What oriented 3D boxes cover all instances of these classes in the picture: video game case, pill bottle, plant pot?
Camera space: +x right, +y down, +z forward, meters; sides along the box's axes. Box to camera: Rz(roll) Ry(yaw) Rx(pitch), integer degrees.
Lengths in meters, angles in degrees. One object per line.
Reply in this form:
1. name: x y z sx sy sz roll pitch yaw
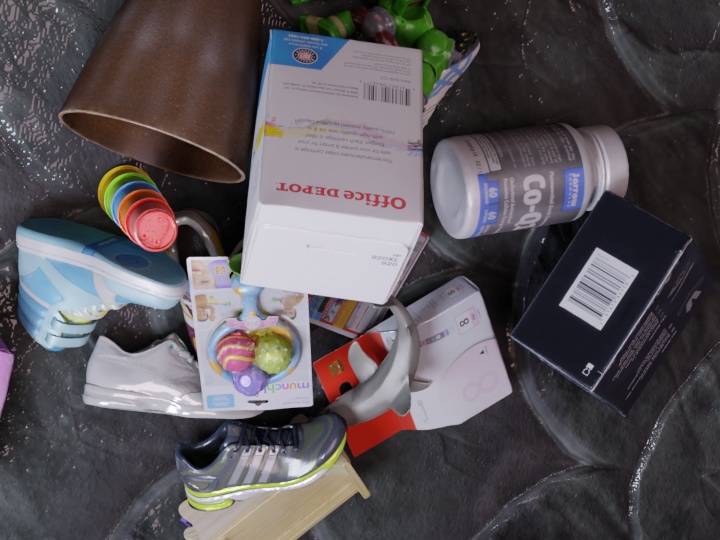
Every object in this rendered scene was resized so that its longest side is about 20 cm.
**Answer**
1. video game case: 0.000 0.000 1.344 0.143 0.017 0.200 -60 155 2
2. pill bottle: 0.189 -0.104 1.402 0.200 0.114 0.114 -10 106 -17
3. plant pot: -0.174 -0.212 1.226 0.187 0.187 0.200 20 81 -23

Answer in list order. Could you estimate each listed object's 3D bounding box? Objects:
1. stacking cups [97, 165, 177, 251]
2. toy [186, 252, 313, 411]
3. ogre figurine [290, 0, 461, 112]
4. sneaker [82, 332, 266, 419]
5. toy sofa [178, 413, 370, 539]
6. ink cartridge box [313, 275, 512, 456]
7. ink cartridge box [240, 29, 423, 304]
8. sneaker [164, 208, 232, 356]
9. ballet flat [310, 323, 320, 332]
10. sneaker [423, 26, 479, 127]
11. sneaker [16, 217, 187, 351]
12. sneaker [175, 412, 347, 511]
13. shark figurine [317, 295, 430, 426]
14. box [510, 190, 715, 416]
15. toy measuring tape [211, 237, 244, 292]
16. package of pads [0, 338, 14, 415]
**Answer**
1. stacking cups: -0.212 -0.062 1.220 0.060 0.200 0.061 -4 102 -19
2. toy: -0.107 0.075 1.246 0.115 0.047 0.200 -2 124 -2
3. ogre figurine: 0.022 -0.247 1.306 0.120 0.200 0.098 -34 151 -23
4. sneaker: -0.192 0.113 1.348 0.200 0.075 0.089 10 81 -24
5. toy sofa: -0.098 0.262 1.416 0.200 0.098 0.083 -37 137 -8
6. ink cartridge box: 0.065 0.121 1.429 0.200 0.057 0.163 -32 127 -15
7. ink cartridge box: -0.027 -0.094 1.167 0.147 0.145 0.200 8 58 -8
8. sneaker: -0.158 0.034 1.299 0.075 0.090 0.200 -22 92 3
9. ballet flat: -0.066 -0.032 1.355 0.068 0.068 0.200 -12 102 -32
10. sneaker: 0.056 -0.186 1.366 0.200 0.072 0.072 -46 141 -9
11. sneaker: -0.262 0.032 1.257 0.080 0.200 0.131 -19 124 -58
12. sneaker: -0.110 0.197 1.357 0.200 0.074 0.081 -22 128 6
13. shark figurine: 0.036 0.106 1.341 0.128 0.090 0.215 3 129 -16
14. box: 0.290 0.042 1.423 0.197 0.117 0.200 -56 153 0
15. toy measuring tape: -0.071 -0.042 1.271 0.074 0.074 0.200 43 76 -23
16. package of pads: -0.407 0.150 1.246 0.076 0.120 0.200 12 99 -28
